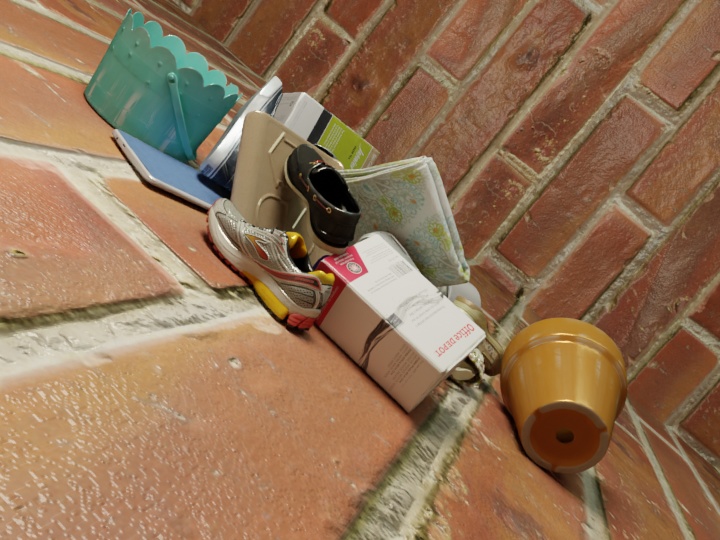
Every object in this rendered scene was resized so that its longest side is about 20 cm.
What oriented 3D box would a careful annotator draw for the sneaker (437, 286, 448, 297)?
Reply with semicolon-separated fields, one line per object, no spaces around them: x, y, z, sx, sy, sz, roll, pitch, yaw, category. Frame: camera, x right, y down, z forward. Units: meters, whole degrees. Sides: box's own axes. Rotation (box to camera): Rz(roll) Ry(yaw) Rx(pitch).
0.089;-0.023;1.192;0.113;0.201;0.076;3;-29;6;sneaker

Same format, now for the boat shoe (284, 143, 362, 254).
-0.047;-0.107;0.945;0.073;0.063;0.202;11;34;-28;boat shoe

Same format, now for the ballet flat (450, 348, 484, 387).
0.123;0.121;1.101;0.199;0.076;0.064;28;31;-34;ballet flat

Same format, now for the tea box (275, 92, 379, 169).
-0.109;-0.222;1.376;0.196;0.134;0.199;34;-8;-33;tea box

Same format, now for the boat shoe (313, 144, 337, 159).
-0.104;-0.181;1.180;0.200;0.091;0.071;43;41;7;boat shoe

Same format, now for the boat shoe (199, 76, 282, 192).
-0.152;-0.192;1.092;0.091;0.201;0.071;40;-30;-20;boat shoe

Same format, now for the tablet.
-0.237;-0.120;1.003;0.130;0.014;0.199;47;13;36;tablet

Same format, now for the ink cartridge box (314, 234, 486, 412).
0.041;0.062;0.925;0.200;0.084;0.145;43;31;13;ink cartridge box

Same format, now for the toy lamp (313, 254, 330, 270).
0.015;0.042;1.082;0.199;0.058;0.058;32;13;-37;toy lamp

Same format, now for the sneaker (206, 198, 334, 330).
-0.104;-0.022;0.872;0.200;0.082;0.078;43;12;21;sneaker

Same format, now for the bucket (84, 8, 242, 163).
-0.288;-0.262;1.074;0.207;0.135;0.207;37;12;-9;bucket

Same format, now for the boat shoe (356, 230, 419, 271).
0.070;0.029;1.031;0.202;0.070;0.071;57;35;1;boat shoe

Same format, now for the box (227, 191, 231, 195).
-0.135;-0.114;1.230;0.199;0.050;0.199;35;11;-21;box

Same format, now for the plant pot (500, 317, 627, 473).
0.310;0.203;1.129;0.200;0.200;0.183;39;27;-4;plant pot

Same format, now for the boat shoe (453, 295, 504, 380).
0.183;0.122;1.214;0.073;0.063;0.200;25;-23;44;boat shoe

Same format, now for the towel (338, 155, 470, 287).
0.053;-0.061;1.065;0.048;0.170;0.202;-45;121;-46;towel

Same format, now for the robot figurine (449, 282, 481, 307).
0.133;0.051;1.283;0.199;0.113;0.170;31;29;-39;robot figurine

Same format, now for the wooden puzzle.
-0.108;-0.100;1.034;0.046;0.187;0.199;-3;-16;37;wooden puzzle
